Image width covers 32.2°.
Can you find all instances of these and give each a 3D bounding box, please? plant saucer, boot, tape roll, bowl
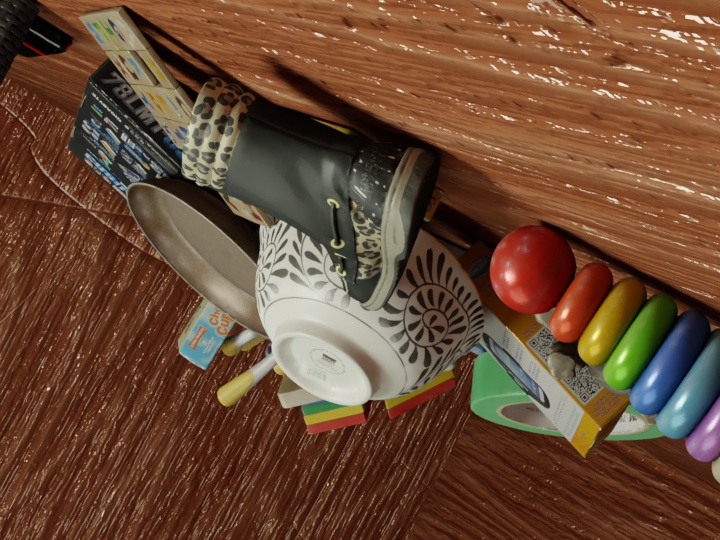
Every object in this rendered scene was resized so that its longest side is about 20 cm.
[{"bbox_3d":[-0.129,-0.015,1.134,0.199,0.032,0.201,34,158,16],"label":"plant saucer"},{"bbox_3d":[-0.034,-0.048,0.809,0.152,0.074,0.204,22,162,1],"label":"boot"},{"bbox_3d":[0.206,0.120,1.203,0.197,0.049,0.201,7,162,2],"label":"tape roll"},{"bbox_3d":[-0.012,0.041,0.974,0.198,0.095,0.202,22,147,15],"label":"bowl"}]

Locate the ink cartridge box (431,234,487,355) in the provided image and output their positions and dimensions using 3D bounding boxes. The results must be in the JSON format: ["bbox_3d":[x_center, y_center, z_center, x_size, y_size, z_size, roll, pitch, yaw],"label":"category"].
[{"bbox_3d":[0.096,0.029,1.242,0.135,0.077,0.199,27,178,36],"label":"ink cartridge box"}]

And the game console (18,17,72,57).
[{"bbox_3d":[-0.399,-0.281,1.275,0.198,0.031,0.176,30,171,-28],"label":"game console"}]

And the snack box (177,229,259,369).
[{"bbox_3d":[-0.122,0.003,1.292,0.037,0.202,0.116,33,177,-8],"label":"snack box"}]

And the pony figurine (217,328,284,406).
[{"bbox_3d":[-0.044,0.050,1.295,0.168,0.199,0.192,58,-146,5],"label":"pony figurine"}]

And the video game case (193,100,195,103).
[{"bbox_3d":[-0.092,-0.109,1.260,0.142,0.018,0.200,30,177,9],"label":"video game case"}]

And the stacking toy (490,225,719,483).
[{"bbox_3d":[0.166,0.041,0.758,0.199,0.086,0.085,35,179,13],"label":"stacking toy"}]

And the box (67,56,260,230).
[{"bbox_3d":[-0.183,-0.093,1.183,0.200,0.050,0.198,44,160,-4],"label":"box"}]

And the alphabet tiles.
[{"bbox_3d":[-0.141,-0.117,0.965,0.201,0.008,0.167,54,168,-21],"label":"alphabet tiles"}]

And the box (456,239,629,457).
[{"bbox_3d":[0.136,0.058,1.036,0.201,0.041,0.119,50,171,16],"label":"box"}]

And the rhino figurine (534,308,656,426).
[{"bbox_3d":[0.222,0.077,0.912,0.198,0.061,0.087,28,-163,19],"label":"rhino figurine"}]

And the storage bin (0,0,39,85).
[{"bbox_3d":[-0.396,-0.229,1.155,0.134,0.095,0.199,31,168,-28],"label":"storage bin"}]

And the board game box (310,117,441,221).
[{"bbox_3d":[-0.031,-0.088,0.928,0.095,0.030,0.199,32,179,-35],"label":"board game box"}]

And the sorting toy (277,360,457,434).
[{"bbox_3d":[0.024,0.102,1.412,0.200,0.196,0.071,-72,-35,-66],"label":"sorting toy"}]
